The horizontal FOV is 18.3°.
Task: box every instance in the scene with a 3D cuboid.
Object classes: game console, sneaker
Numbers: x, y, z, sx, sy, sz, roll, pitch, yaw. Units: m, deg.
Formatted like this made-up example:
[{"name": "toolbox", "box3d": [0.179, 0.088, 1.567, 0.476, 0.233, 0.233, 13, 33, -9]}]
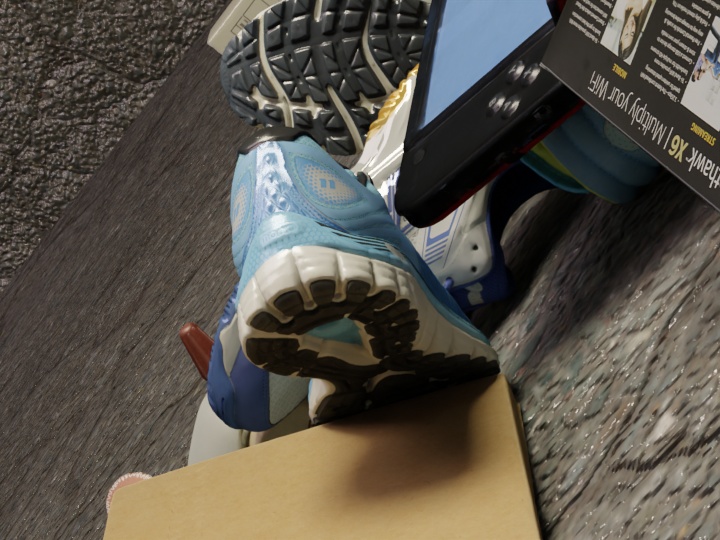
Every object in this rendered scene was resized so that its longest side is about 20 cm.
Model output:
[{"name": "game console", "box3d": [0.044, -0.149, 0.856, 0.172, 0.118, 0.201, -39, 26, 38]}, {"name": "sneaker", "box3d": [0.033, -0.100, 1.055, 0.198, 0.078, 0.086, -9, 5, -3]}, {"name": "sneaker", "box3d": [0.112, -0.106, 0.913, 0.131, 0.079, 0.201, -45, 14, 33]}, {"name": "sneaker", "box3d": [0.017, -0.003, 0.954, 0.201, 0.088, 0.075, -52, -17, -4]}, {"name": "sneaker", "box3d": [0.000, 0.000, 0.846, 0.078, 0.091, 0.200, -17, -20, 6]}]

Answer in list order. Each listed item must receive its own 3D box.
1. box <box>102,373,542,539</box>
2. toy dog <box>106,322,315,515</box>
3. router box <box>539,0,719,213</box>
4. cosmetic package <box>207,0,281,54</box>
[{"name": "box", "box3d": [-0.016, 0.100, 0.769, 0.162, 0.021, 0.200, -17, 17, 5]}, {"name": "toy dog", "box3d": [-0.081, 0.105, 1.027, 0.201, 0.096, 0.132, -57, 12, -13]}, {"name": "router box", "box3d": [0.135, -0.096, 0.645, 0.158, 0.052, 0.200, -67, 23, 15]}, {"name": "cosmetic package", "box3d": [-0.019, -0.229, 1.722, 0.200, 0.103, 0.087, -50, 10, 11]}]
